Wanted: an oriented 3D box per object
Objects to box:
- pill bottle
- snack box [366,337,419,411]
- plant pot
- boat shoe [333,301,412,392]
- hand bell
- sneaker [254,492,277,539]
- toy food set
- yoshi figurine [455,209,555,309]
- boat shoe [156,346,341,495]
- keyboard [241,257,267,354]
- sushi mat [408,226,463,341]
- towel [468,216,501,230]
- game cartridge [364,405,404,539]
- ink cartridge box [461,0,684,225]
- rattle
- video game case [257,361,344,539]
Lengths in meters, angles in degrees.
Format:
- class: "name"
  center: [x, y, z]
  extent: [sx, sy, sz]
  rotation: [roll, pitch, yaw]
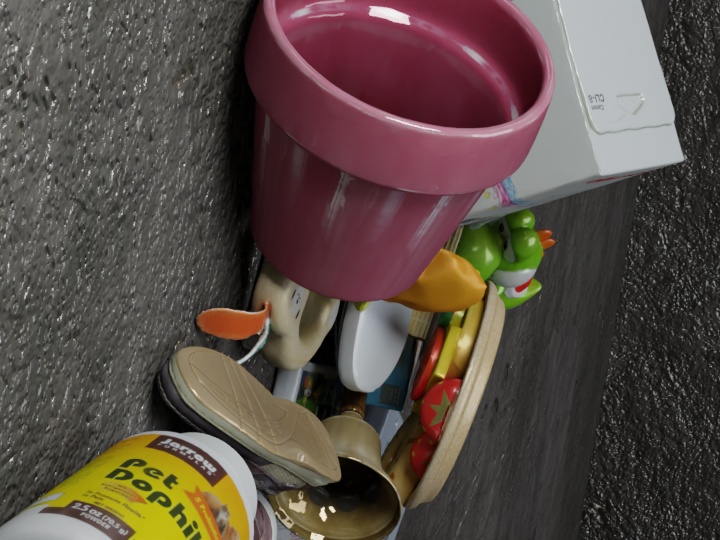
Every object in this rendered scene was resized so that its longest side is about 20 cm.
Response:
- class: "pill bottle"
  center: [-0.128, 0.157, 0.974]
  extent: [0.200, 0.108, 0.110]
  rotation: [-37, 138, -68]
- class: "snack box"
  center: [0.039, 0.038, 1.562]
  extent: [0.200, 0.037, 0.117]
  rotation: [-65, 165, -74]
- class: "plant pot"
  center: [0.009, -0.086, 1.154]
  extent: [0.200, 0.199, 0.180]
  rotation: [-58, 171, -50]
- class: "boat shoe"
  center: [0.000, 0.000, 1.385]
  extent: [0.072, 0.067, 0.202]
  rotation: [34, 60, -53]
- class: "hand bell"
  center: [-0.006, 0.111, 1.390]
  extent: [0.201, 0.103, 0.105]
  rotation: [-78, 171, -49]
- class: "sneaker"
  center: [-0.115, 0.229, 1.179]
  extent: [0.116, 0.075, 0.202]
  rotation: [61, 34, -61]
- class: "toy food set"
  center: [0.064, 0.096, 1.405]
  extent: [0.200, 0.048, 0.199]
  rotation: [113, -3, -62]
- class: "yoshi figurine"
  center: [0.100, -0.001, 1.599]
  extent: [0.112, 0.112, 0.200]
  rotation: [-42, 170, -25]
- class: "boat shoe"
  center: [-0.081, 0.111, 1.169]
  extent: [0.200, 0.065, 0.072]
  rotation: [37, 25, -57]
- class: "keyboard"
  center: [-0.050, -0.037, 1.285]
  extent: [0.056, 0.011, 0.202]
  rotation: [37, 66, -74]
- class: "sushi mat"
  center: [0.039, -0.042, 1.460]
  extent: [0.012, 0.095, 0.201]
  rotation: [-48, -161, 61]
- class: "towel"
  center: [0.141, -0.140, 1.420]
  extent: [0.023, 0.199, 0.154]
  rotation: [-9, 77, -55]
- class: "game cartridge"
  center: [0.010, 0.211, 1.668]
  extent: [0.201, 0.041, 0.134]
  rotation: [81, 22, -55]
- class: "ink cartridge box"
  center: [0.118, -0.121, 1.336]
  extent: [0.145, 0.199, 0.146]
  rotation: [-13, 88, -54]
- class: "rattle"
  center: [-0.014, 0.035, 1.226]
  extent: [0.131, 0.142, 0.200]
  rotation: [-59, 173, 17]
- class: "video game case"
  center: [-0.050, 0.167, 1.437]
  extent: [0.200, 0.022, 0.184]
  rotation: [23, 80, -74]
